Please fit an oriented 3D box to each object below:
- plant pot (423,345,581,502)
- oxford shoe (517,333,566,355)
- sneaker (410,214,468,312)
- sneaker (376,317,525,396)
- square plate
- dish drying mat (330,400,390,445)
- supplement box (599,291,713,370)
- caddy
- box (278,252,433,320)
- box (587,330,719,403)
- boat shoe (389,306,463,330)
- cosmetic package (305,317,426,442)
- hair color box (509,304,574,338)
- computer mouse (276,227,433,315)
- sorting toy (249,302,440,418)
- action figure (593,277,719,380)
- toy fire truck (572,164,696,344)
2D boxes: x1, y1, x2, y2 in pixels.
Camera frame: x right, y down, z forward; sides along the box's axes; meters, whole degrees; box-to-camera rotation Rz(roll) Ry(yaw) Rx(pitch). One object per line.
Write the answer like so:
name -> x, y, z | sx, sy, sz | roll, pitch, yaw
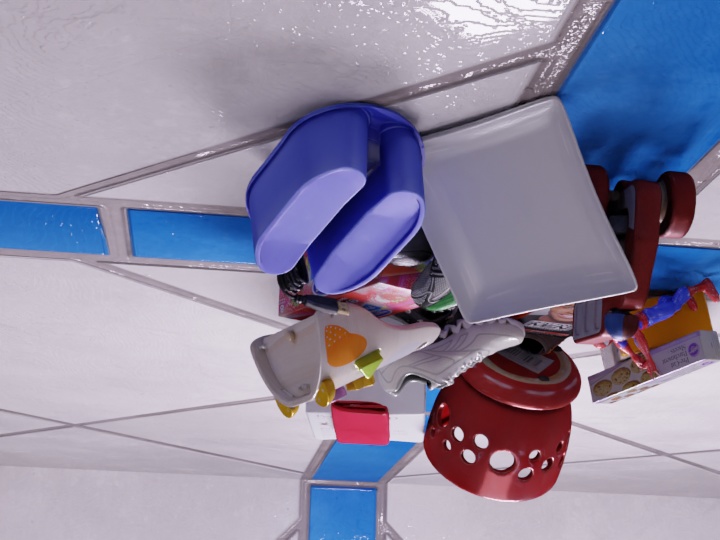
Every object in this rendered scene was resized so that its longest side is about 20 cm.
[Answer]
plant pot -> 0.201, 0.193, 1.781 | 0.200, 0.201, 0.183 | 5, 120, -11
oxford shoe -> 0.254, 0.084, 1.756 | 0.200, 0.073, 0.071 | 8, 161, -30
sneaker -> 0.100, -0.040, 1.326 | 0.085, 0.078, 0.200 | 18, 126, -17
sneaker -> 0.115, 0.109, 1.630 | 0.200, 0.081, 0.075 | -12, 153, 2
square plate -> 0.145, -0.055, 1.215 | 0.198, 0.200, 0.028 | -14, -161, 38
dish drying mat -> 0.001, 0.206, 1.716 | 0.077, 0.018, 0.200 | 2, 161, 2
supplement box -> 0.404, 0.097, 1.760 | 0.126, 0.074, 0.200 | -10, 162, 3
caddy -> -0.023, -0.072, 1.209 | 0.141, 0.105, 0.200 | 19, 134, -28
box -> 0.000, 0.000, 1.478 | 0.100, 0.096, 0.200 | 14, 159, -36
box -> 0.380, 0.128, 1.663 | 0.039, 0.042, 0.200 | 4, 157, -37
boat shoe -> 0.090, 0.042, 1.656 | 0.200, 0.074, 0.060 | 27, 155, -38
cosmetic package -> 0.011, 0.145, 1.824 | 0.167, 0.167, 0.200 | 1, 162, 3
hair color box -> 0.259, 0.030, 1.609 | 0.101, 0.061, 0.200 | 7, 161, -16
computer mouse -> 0.005, -0.020, 1.334 | 0.200, 0.141, 0.046 | 11, 165, -28
sorting toy -> -0.005, 0.097, 1.517 | 0.180, 0.107, 0.200 | -12, 173, -29
action figure -> 0.368, 0.081, 1.584 | 0.200, 0.099, 0.065 | -15, 169, -31
toy fire truck -> 0.255, -0.012, 1.274 | 0.112, 0.168, 0.200 | 4, 173, -7
